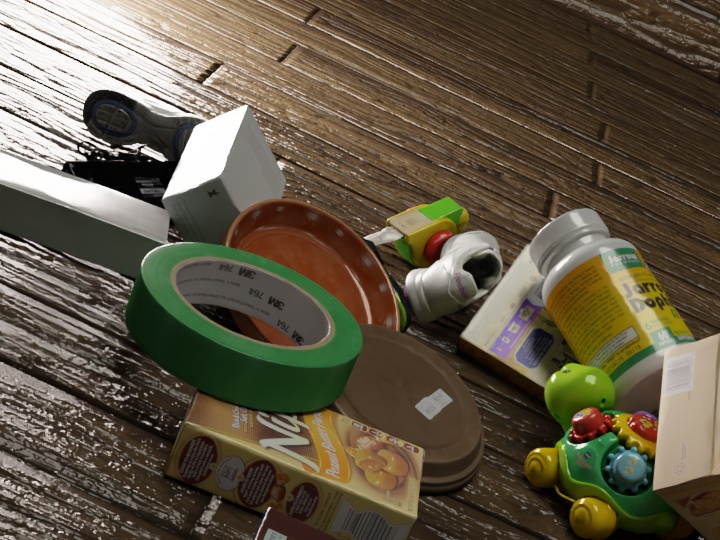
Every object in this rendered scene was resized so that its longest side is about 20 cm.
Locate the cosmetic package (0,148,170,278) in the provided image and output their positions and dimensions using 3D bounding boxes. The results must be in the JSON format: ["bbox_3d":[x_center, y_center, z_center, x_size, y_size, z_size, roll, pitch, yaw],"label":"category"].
[{"bbox_3d":[-0.284,-0.055,1.568,0.199,0.051,0.083,21,20,-11],"label":"cosmetic package"}]

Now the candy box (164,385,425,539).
[{"bbox_3d":[-0.050,0.155,1.340,0.199,0.055,0.116,23,22,-5],"label":"candy box"}]

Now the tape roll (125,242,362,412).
[{"bbox_3d":[-0.099,0.046,1.400,0.200,0.048,0.201,20,22,-9],"label":"tape roll"}]

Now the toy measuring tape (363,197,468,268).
[{"bbox_3d":[0.045,-0.025,1.859,0.200,0.074,0.074,-24,49,-33],"label":"toy measuring tape"}]

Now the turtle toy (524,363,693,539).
[{"bbox_3d":[0.235,0.170,1.542,0.145,0.101,0.200,7,29,-38],"label":"turtle toy"}]

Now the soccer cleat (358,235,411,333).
[{"bbox_3d":[0.000,0.000,1.717,0.081,0.068,0.200,-8,35,-39],"label":"soccer cleat"}]

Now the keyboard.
[{"bbox_3d":[-0.233,-0.084,1.728,0.200,0.040,0.104,-2,58,-51],"label":"keyboard"}]

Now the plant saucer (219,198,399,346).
[{"bbox_3d":[-0.051,0.023,1.576,0.200,0.032,0.201,22,48,-26],"label":"plant saucer"}]

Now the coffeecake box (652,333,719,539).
[{"bbox_3d":[0.355,0.178,1.505,0.200,0.073,0.154,42,44,-33],"label":"coffeecake box"}]

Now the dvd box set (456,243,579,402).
[{"bbox_3d":[0.223,0.076,1.729,0.200,0.029,0.146,30,62,14],"label":"dvd box set"}]

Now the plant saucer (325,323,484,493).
[{"bbox_3d":[0.030,0.117,1.492,0.199,0.030,0.200,23,33,-16],"label":"plant saucer"}]

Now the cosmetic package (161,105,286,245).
[{"bbox_3d":[-0.137,-0.082,1.686,0.200,0.074,0.102,-77,143,-64],"label":"cosmetic package"}]

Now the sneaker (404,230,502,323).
[{"bbox_3d":[0.125,0.003,1.794,0.075,0.099,0.200,66,29,-9],"label":"sneaker"}]

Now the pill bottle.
[{"bbox_3d":[0.254,0.040,1.668,0.113,0.113,0.200,2,49,-43],"label":"pill bottle"}]

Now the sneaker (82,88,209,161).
[{"bbox_3d":[-0.209,-0.158,1.850,0.199,0.075,0.087,27,17,2],"label":"sneaker"}]

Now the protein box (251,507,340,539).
[{"bbox_3d":[-0.011,0.280,0.916,0.199,0.199,0.135,25,22,0],"label":"protein box"}]
